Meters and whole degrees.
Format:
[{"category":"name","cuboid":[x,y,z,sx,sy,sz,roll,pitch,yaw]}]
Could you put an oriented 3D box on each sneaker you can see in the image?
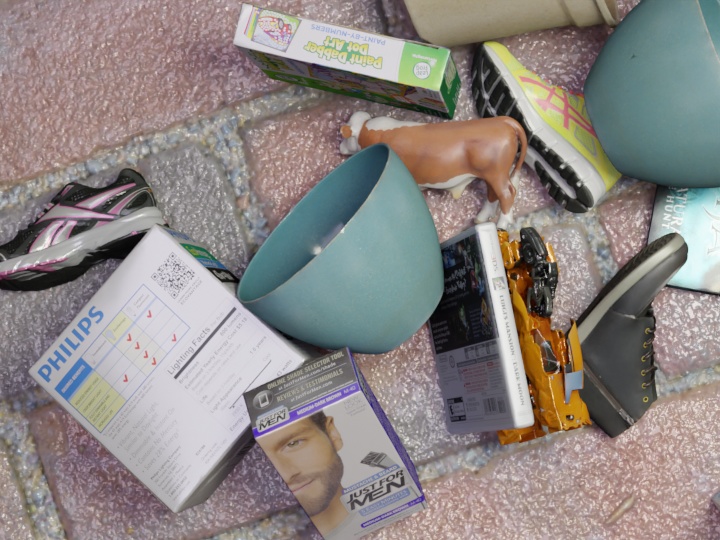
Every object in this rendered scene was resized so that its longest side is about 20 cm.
[{"category":"sneaker","cuboid":[0.187,-0.151,1.531,0.090,0.078,0.201,-32,76,-23]},{"category":"sneaker","cuboid":[0.269,0.061,1.495,0.106,0.075,0.200,40,114,2]},{"category":"sneaker","cuboid":[-0.296,-0.043,1.583,0.198,0.080,0.087,-17,73,-3]}]

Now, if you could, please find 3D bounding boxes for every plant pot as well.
[{"category":"plant pot","cuboid":[0.132,-0.301,1.493,0.182,0.200,0.202,-17,85,16]},{"category":"plant pot","cuboid":[0.000,0.000,1.458,0.200,0.200,0.135,-45,106,2]},{"category":"plant pot","cuboid":[0.285,-0.157,1.428,0.134,0.200,0.202,-24,84,23]}]

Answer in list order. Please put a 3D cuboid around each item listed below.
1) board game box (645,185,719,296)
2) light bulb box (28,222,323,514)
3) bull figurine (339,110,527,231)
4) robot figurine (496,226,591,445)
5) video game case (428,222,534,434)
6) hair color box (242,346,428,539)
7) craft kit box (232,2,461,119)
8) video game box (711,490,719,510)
[{"category":"board game box","cuboid":[0.356,-0.076,1.521,0.134,0.028,0.202,10,88,8]},{"category":"light bulb box","cuboid":[-0.176,0.094,1.526,0.200,0.125,0.199,42,93,8]},{"category":"bull figurine","cuboid":[0.067,-0.099,1.527,0.198,0.065,0.123,-1,105,24]},{"category":"robot figurine","cuboid":[0.154,0.058,1.474,0.058,0.145,0.202,-3,79,-34]},{"category":"video game case","cuboid":[0.104,0.060,1.461,0.023,0.200,0.184,-10,85,-15]},{"category":"hair color box","cuboid":[-0.021,0.172,1.470,0.109,0.201,0.065,-24,43,4]},{"category":"craft kit box","cuboid":[-0.007,-0.197,1.486,0.196,0.200,0.049,16,90,8]},{"category":"video game box","cuboid":[0.412,0.177,1.414,0.182,0.200,0.047,-38,85,4]}]
